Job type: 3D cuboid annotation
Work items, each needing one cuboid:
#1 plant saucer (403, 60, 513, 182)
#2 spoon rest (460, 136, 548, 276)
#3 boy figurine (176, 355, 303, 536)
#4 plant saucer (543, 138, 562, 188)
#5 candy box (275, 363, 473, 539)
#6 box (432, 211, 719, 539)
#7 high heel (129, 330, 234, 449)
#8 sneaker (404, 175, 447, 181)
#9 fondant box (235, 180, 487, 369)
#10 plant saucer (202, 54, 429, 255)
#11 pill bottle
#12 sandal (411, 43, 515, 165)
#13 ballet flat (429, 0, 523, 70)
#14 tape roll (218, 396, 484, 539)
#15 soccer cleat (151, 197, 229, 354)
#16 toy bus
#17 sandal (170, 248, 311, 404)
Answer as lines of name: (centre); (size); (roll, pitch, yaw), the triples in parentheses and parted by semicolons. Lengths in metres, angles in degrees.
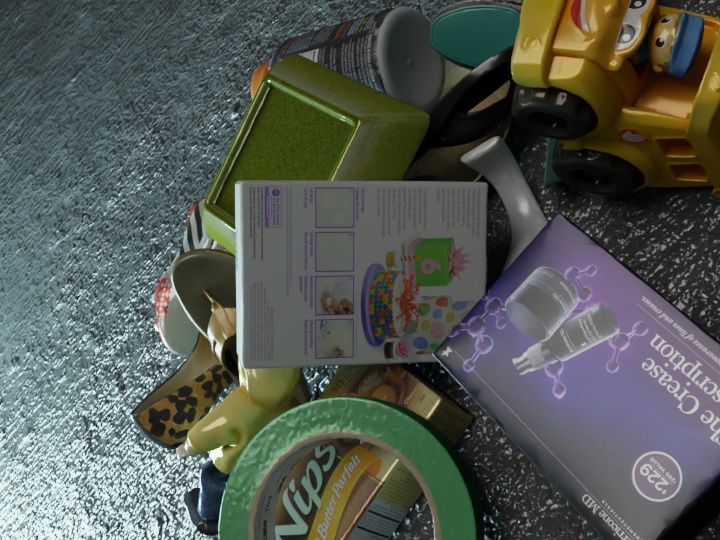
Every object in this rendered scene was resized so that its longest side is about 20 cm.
plant saucer: (0.073, -0.128, 0.875); (0.200, 0.035, 0.201); (-23, 52, 32)
spoon rest: (0.140, -0.014, 0.739); (0.099, 0.061, 0.201); (-28, 63, 29)
boy figurine: (-0.103, 0.142, 0.786); (0.064, 0.124, 0.201); (42, 123, 43)
plant saucer: (0.168, -0.171, 0.732); (0.019, 0.070, 0.201); (6, 104, 11)
candy box: (-0.008, 0.169, 0.756); (0.200, 0.055, 0.115); (-56, 42, 2)
box: (0.168, 0.079, 0.605); (0.141, 0.079, 0.200); (-51, 54, 10)
high heel: (-0.162, 0.074, 0.866); (0.071, 0.142, 0.201); (-21, 65, 35)
sneaker: (0.023, 0.003, 0.807); (0.200, 0.082, 0.074); (-52, 39, 8)
fondant box: (0.000, 0.000, 0.717); (0.058, 0.199, 0.145); (-155, 65, -78)
plant saucer: (-0.060, -0.087, 0.800); (0.199, 0.048, 0.201); (33, 100, 40)
pill bottle: (-0.022, -0.194, 0.898); (0.199, 0.106, 0.107); (-1, 65, 42)
sandal: (0.087, -0.128, 0.796); (0.200, 0.075, 0.048); (-40, 83, 24)
ballet flat: (0.163, -0.218, 0.806); (0.199, 0.074, 0.075); (10, 72, 27)
tape roll: (-0.008, 0.197, 0.675); (0.200, 0.048, 0.201); (-2, 80, 14)
soccer cleat: (-0.178, -0.002, 1.012); (0.085, 0.069, 0.201); (-14, 52, 42)
toy bus: (0.224, -0.133, 0.626); (0.192, 0.200, 0.136); (15, 77, 39)
sandal: (-0.106, 0.069, 0.819); (0.080, 0.201, 0.054); (-25, 9, 7)
